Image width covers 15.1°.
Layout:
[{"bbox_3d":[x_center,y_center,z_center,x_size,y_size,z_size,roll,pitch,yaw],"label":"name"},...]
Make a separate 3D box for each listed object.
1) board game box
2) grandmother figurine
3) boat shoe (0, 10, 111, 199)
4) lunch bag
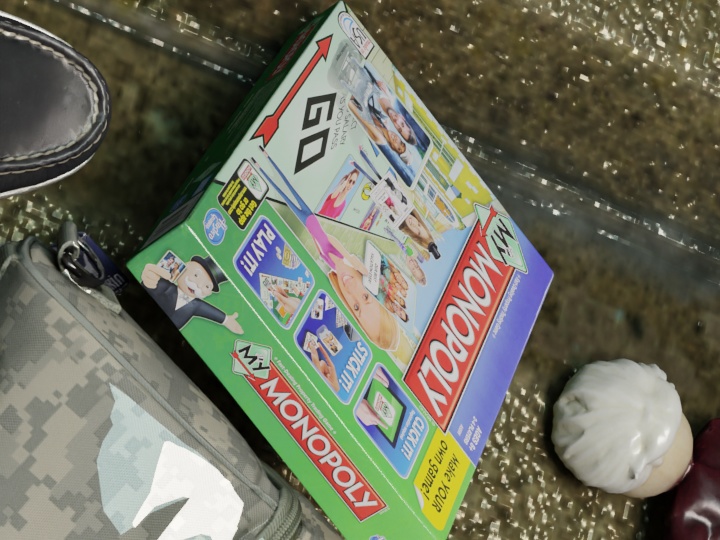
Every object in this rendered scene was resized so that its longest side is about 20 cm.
[{"bbox_3d":[0.000,0.000,0.934,0.135,0.029,0.200,51,27,-12],"label":"board game box"},{"bbox_3d":[0.154,0.105,1.051,0.200,0.061,0.122,39,39,-15],"label":"grandmother figurine"},{"bbox_3d":[-0.167,-0.065,0.894,0.199,0.060,0.075,12,82,-28],"label":"boat shoe"},{"bbox_3d":[-0.108,0.108,0.834,0.200,0.139,0.168,-45,110,-4],"label":"lunch bag"}]
